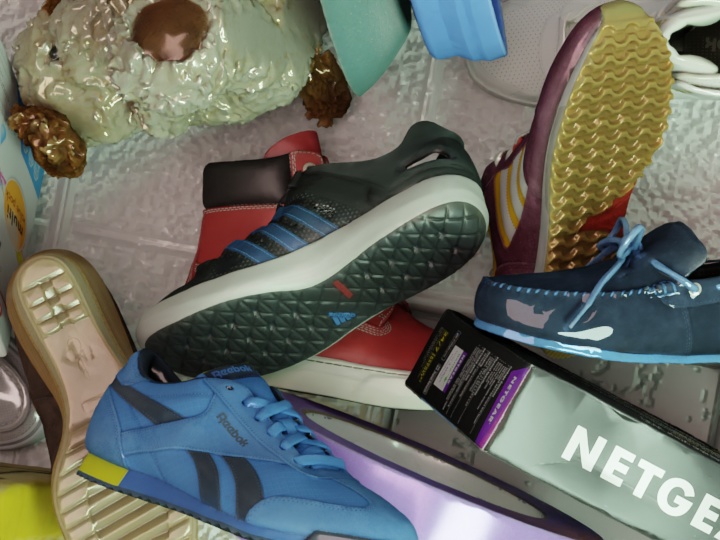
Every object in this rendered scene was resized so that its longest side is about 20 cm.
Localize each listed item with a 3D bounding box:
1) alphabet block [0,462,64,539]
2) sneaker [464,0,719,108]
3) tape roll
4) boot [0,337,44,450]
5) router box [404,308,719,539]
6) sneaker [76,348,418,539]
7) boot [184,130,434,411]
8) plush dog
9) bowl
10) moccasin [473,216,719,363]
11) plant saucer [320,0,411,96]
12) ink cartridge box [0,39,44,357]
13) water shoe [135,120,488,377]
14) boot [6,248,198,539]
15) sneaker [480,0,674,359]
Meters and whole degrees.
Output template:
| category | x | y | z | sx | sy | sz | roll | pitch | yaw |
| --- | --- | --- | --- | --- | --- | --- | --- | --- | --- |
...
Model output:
| category | x | y | z | sx | sy | sz | roll | pitch | yaw |
| --- | --- | --- | --- | --- | --- | --- | --- | --- | --- |
| alphabet block | -0.262 | 0.193 | 1.167 | 0.200 | 0.196 | 0.196 | 5 | 89 | 11 |
| sneaker | 0.146 | -0.123 | 1.148 | 0.200 | 0.116 | 0.074 | 1 | 88 | 13 |
| tape roll | 0.021 | 0.126 | 1.111 | 0.200 | 0.200 | 0.066 | 23 | 91 | 12 |
| boot | -0.270 | 0.045 | 1.227 | 0.200 | 0.096 | 0.074 | 22 | 91 | 12 |
| router box | 0.132 | 0.094 | 1.082 | 0.200 | 0.149 | 0.051 | 28 | 92 | -15 |
| sneaker | -0.049 | 0.084 | 1.006 | 0.200 | 0.066 | 0.079 | 15 | 82 | 40 |
| boot | 0.000 | 0.000 | 1.193 | 0.200 | 0.072 | 0.145 | 10 | 87 | 15 |
| plush dog | -0.111 | -0.128 | 1.202 | 0.172 | 0.161 | 0.200 | -8 | 52 | 24 |
| bowl | 0.035 | -0.203 | 1.108 | 0.039 | 0.201 | 0.201 | -11 | 84 | 7 |
| moccasin | 0.151 | 0.006 | 1.084 | 0.200 | 0.080 | 0.068 | 1 | 103 | -19 |
| plant saucer | -0.005 | -0.192 | 1.139 | 0.036 | 0.200 | 0.200 | -11 | 84 | 7 |
| ink cartridge box | -0.226 | -0.030 | 1.164 | 0.068 | 0.115 | 0.200 | -6 | 45 | 10 |
| water shoe | -0.026 | -0.008 | 1.145 | 0.200 | 0.072 | 0.079 | -23 | 46 | 14 |
| boot | -0.132 | 0.087 | 1.164 | 0.072 | 0.166 | 0.200 | -19 | 82 | -5 |
| sneaker | 0.100 | -0.056 | 1.128 | 0.090 | 0.075 | 0.200 | 46 | 136 | 45 |
